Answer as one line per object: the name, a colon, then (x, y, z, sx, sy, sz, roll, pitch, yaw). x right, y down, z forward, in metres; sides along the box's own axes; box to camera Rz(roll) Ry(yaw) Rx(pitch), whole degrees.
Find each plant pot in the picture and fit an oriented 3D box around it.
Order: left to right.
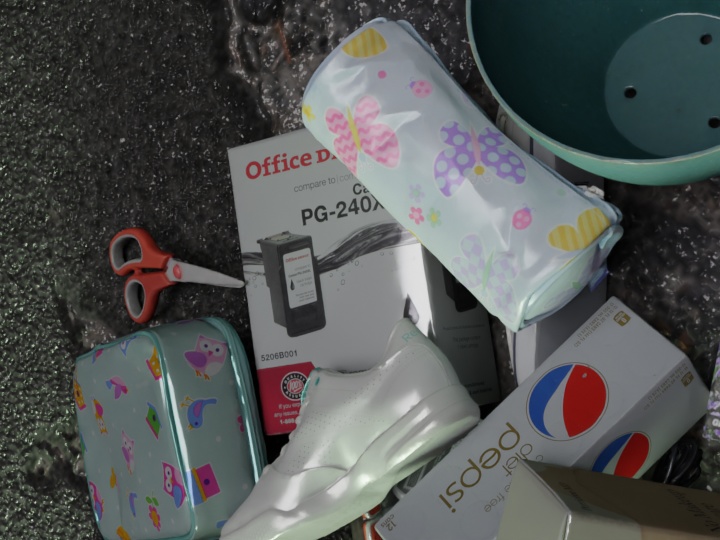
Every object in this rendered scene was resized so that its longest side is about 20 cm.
plant pot: (0.173, -0.130, 0.763, 0.200, 0.135, 0.200, -6, 71, 19)

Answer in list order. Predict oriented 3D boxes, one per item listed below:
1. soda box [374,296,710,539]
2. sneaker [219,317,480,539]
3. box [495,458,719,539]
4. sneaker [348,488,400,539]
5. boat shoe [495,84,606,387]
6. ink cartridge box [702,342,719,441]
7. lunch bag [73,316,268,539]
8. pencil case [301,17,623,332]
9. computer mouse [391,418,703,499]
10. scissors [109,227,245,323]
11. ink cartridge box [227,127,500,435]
soda box: (0.109, 0.114, 0.805, 0.200, 0.064, 0.068, -44, 46, -1)
sneaker: (-0.020, 0.106, 0.848, 0.200, 0.075, 0.089, -39, 69, 23)
box: (0.179, 0.165, 0.734, 0.200, 0.095, 0.078, 11, 98, -14)
sneaker: (0.007, 0.216, 0.917, 0.082, 0.077, 0.200, -15, 82, 37)
boat shoe: (0.108, -0.016, 0.856, 0.066, 0.072, 0.200, 4, 97, 45)
ink cartridge box: (0.267, 0.009, 0.767, 0.109, 0.050, 0.200, 13, 98, 31)
lunch bag: (-0.136, 0.122, 0.966, 0.200, 0.077, 0.161, -22, 81, 60)
pencil case: (0.056, -0.057, 0.790, 0.200, 0.083, 0.091, 44, 123, 18)
computer mouse: (0.109, 0.138, 0.862, 0.200, 0.044, 0.110, 11, 66, 37)
scissors: (-0.138, -0.006, 0.991, 0.200, 0.014, 0.073, -17, 84, 58)
ink cartridge box: (0.000, 0.000, 0.912, 0.145, 0.083, 0.200, -11, 85, 31)
